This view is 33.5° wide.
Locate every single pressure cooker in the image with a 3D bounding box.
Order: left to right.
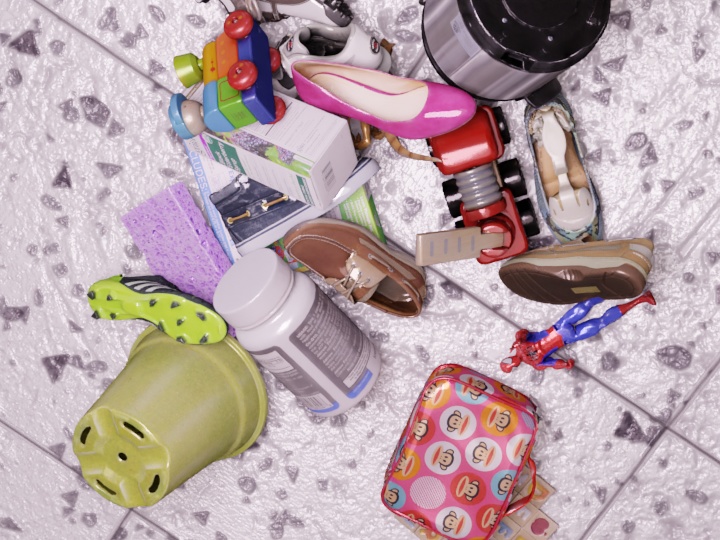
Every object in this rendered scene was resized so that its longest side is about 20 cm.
[{"bbox_3d":[0.157,-0.279,1.301,0.178,0.200,0.177,8,81,-13],"label":"pressure cooker"}]

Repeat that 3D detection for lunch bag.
[{"bbox_3d":[0.133,0.229,1.458,0.176,0.082,0.200,24,104,3],"label":"lunch bag"}]

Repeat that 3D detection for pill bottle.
[{"bbox_3d":[-0.075,0.073,1.409,0.114,0.114,0.200,-34,122,14],"label":"pill bottle"}]

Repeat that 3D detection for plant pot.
[{"bbox_3d":[-0.239,0.183,1.430,0.200,0.184,0.201,9,115,20],"label":"plant pot"}]

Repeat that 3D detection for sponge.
[{"bbox_3d":[-0.208,-0.001,1.468,0.111,0.030,0.200,-23,99,42],"label":"sponge"}]

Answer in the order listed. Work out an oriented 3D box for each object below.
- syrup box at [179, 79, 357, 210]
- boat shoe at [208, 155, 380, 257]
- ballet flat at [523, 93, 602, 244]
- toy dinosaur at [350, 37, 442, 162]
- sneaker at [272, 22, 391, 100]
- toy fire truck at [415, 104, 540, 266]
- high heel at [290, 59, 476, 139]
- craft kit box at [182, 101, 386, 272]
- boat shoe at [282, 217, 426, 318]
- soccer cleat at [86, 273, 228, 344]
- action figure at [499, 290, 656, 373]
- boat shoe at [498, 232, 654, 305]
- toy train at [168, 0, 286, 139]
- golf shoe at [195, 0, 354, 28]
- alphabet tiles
[{"bbox_3d":[-0.109,-0.152,1.347,0.200,0.079,0.082,24,65,23],"label":"syrup box"},{"bbox_3d":[-0.080,-0.099,1.389,0.200,0.071,0.091,-30,98,14],"label":"boat shoe"},{"bbox_3d":[0.232,-0.109,1.385,0.074,0.074,0.201,-19,99,12],"label":"ballet flat"},{"bbox_3d":[0.025,-0.175,1.364,0.060,0.201,0.106,2,148,-24],"label":"toy dinosaur"},{"bbox_3d":[-0.072,-0.244,1.372,0.199,0.089,0.074,-12,59,24],"label":"sneaker"},{"bbox_3d":[0.118,-0.083,1.339,0.128,0.200,0.177,-17,99,11],"label":"toy fire truck"},{"bbox_3d":[0.023,-0.195,1.290,0.199,0.096,0.068,13,74,30],"label":"high heel"},{"bbox_3d":[-0.091,-0.096,1.449,0.197,0.049,0.201,-15,99,14],"label":"craft kit box"},{"bbox_3d":[0.000,0.000,1.394,0.200,0.072,0.076,21,132,-29],"label":"boat shoe"},{"bbox_3d":[-0.237,0.038,1.441,0.199,0.081,0.068,12,120,24],"label":"soccer cleat"},{"bbox_3d":[0.249,0.073,1.409,0.200,0.099,0.065,-33,95,16],"label":"action figure"},{"bbox_3d":[0.252,-0.007,1.380,0.200,0.076,0.072,1,143,45],"label":"boat shoe"},{"bbox_3d":[-0.155,-0.239,1.319,0.115,0.085,0.201,-17,58,16],"label":"toy train"},{"bbox_3d":[-0.104,-0.313,1.393,0.200,0.078,0.095,29,108,12],"label":"golf shoe"},{"bbox_3d":[0.144,0.296,1.515,0.200,0.006,0.167,39,104,-1],"label":"alphabet tiles"}]
